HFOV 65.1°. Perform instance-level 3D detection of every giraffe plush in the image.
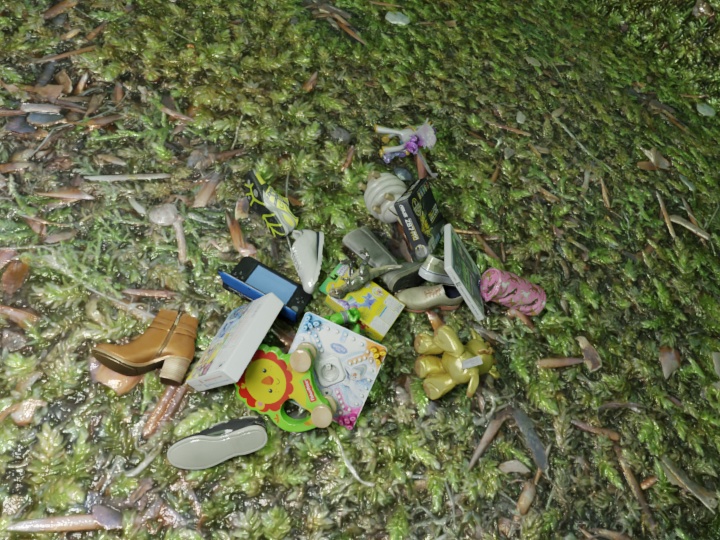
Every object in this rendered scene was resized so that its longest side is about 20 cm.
[{"bbox_3d":[0.246,0.210,1.347,0.161,0.198,0.176,-3,89,-47],"label":"giraffe plush"}]

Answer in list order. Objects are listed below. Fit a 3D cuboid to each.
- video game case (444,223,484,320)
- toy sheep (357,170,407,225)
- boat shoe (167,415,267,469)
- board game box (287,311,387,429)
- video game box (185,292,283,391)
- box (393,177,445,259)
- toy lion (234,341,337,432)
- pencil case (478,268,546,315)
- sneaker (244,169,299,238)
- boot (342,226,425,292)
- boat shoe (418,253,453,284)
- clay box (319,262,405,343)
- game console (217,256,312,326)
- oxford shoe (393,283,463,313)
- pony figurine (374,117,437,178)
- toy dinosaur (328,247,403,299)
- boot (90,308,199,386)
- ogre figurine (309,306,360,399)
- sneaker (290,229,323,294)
[{"bbox_3d":[0.268,0.001,1.460,0.183,0.023,0.201,53,27,-26],"label":"video game case"},{"bbox_3d":[0.072,-0.197,1.551,0.135,0.139,0.202,-10,58,-24],"label":"toy sheep"},{"bbox_3d":[-0.286,0.340,1.136,0.196,0.075,0.060,-15,21,-8],"label":"boat shoe"},{"bbox_3d":[-0.067,0.221,1.226,0.197,0.026,0.203,24,97,-2],"label":"board game box"},{"bbox_3d":[-0.265,0.153,1.190,0.047,0.181,0.202,45,52,-22],"label":"video game box"},{"bbox_3d":[0.163,-0.142,1.508,0.164,0.048,0.200,67,28,-16],"label":"box"},{"bbox_3d":[-0.168,0.249,1.193,0.189,0.069,0.203,-19,97,11],"label":"toy lion"},{"bbox_3d":[0.406,0.059,1.497,0.197,0.086,0.084,18,57,-29],"label":"pencil case"},{"bbox_3d":[-0.235,-0.178,1.480,0.076,0.075,0.202,-26,80,-38],"label":"sneaker"},{"bbox_3d":[0.071,-0.038,1.490,0.180,0.073,0.200,-10,42,-46],"label":"boot"},{"bbox_3d":[0.222,-0.006,1.472,0.072,0.063,0.199,36,19,27],"label":"boat shoe"},{"bbox_3d":[0.000,0.077,1.405,0.199,0.048,0.115,36,56,7],"label":"clay box"},{"bbox_3d":[-0.212,0.030,1.305,0.198,0.119,0.172,29,43,0],"label":"game console"},{"bbox_3d":[0.182,0.061,1.459,0.196,0.074,0.072,-4,60,-20],"label":"oxford shoe"},{"bbox_3d":[0.155,-0.384,1.700,0.196,0.168,0.196,-11,54,-6],"label":"pony figurine"},{"bbox_3d":[0.000,0.000,1.385,0.197,0.048,0.089,-25,76,-12],"label":"toy dinosaur"},{"bbox_3d":[-0.449,0.147,1.199,0.197,0.074,0.157,22,55,-19],"label":"boot"},{"bbox_3d":[-0.065,0.179,1.284,0.118,0.098,0.204,10,91,-11],"label":"ogre figurine"},{"bbox_3d":[-0.137,-0.023,1.405,0.079,0.077,0.202,12,42,-15],"label":"sneaker"}]
